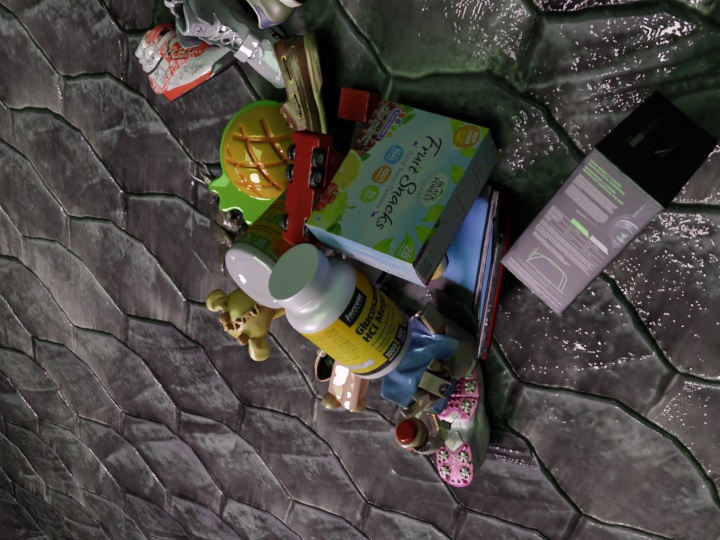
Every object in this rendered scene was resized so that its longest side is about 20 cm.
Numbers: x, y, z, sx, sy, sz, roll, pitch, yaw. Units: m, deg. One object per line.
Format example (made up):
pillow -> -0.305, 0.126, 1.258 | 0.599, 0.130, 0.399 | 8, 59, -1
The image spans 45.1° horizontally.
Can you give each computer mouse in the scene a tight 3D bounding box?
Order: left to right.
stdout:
computer mouse -> 0.000, 0.000, 1.249 | 0.110, 0.044, 0.200 | 45, 171, 7

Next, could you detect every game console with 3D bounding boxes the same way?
game console -> 0.128, -0.014, 1.146 | 0.117, 0.173, 0.202 | 7, 127, 6

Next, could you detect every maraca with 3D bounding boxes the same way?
maraca -> -0.147, -0.157, 1.277 | 0.136, 0.107, 0.201 | 28, 120, -4

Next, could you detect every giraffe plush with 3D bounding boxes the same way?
giraffe plush -> -0.151, 0.050, 1.356 | 0.172, 0.162, 0.201 | 37, 157, 14

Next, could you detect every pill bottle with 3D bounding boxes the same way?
pill bottle -> -0.090, -0.052, 1.233 | 0.110, 0.200, 0.112 | 27, 147, 20
pill bottle -> -0.027, 0.053, 1.152 | 0.112, 0.113, 0.200 | -3, 147, 42

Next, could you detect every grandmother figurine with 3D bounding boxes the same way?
grandmother figurine -> -0.005, 0.126, 1.320 | 0.120, 0.061, 0.202 | 2, 123, -10

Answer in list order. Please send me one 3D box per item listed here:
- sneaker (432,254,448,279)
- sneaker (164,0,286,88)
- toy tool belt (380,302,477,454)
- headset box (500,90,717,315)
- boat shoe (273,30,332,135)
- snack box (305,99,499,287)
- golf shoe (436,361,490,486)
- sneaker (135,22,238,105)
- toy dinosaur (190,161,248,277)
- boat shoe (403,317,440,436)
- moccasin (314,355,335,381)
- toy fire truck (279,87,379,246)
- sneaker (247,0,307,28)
sneaker -> 0.061, -0.063, 1.167 | 0.200, 0.087, 0.076 | 40, 142, 38
sneaker -> -0.182, -0.323, 1.202 | 0.201, 0.115, 0.075 | 51, 138, 0
toy tool belt -> 0.080, 0.151, 1.226 | 0.124, 0.202, 0.123 | 19, 172, 34
headset box -> 0.269, -0.077, 0.933 | 0.093, 0.174, 0.201 | 43, 136, 10
boat shoe -> -0.077, -0.224, 1.194 | 0.067, 0.072, 0.202 | -5, 112, 4
snack box -> 0.054, -0.101, 1.083 | 0.168, 0.201, 0.068 | 22, 164, 32
golf shoe -> 0.159, 0.219, 1.311 | 0.075, 0.091, 0.203 | 9, 101, 33
sneaker -> -0.269, -0.329, 1.310 | 0.200, 0.067, 0.109 | -13, 111, 48
toy dinosaur -> -0.217, -0.083, 1.444 | 0.102, 0.077, 0.201 | 39, 143, 31
boat shoe -> 0.089, 0.163, 1.338 | 0.059, 0.072, 0.202 | -9, 102, 0
moccasin -> -0.026, 0.111, 1.389 | 0.074, 0.078, 0.202 | 45, 137, 7
toy fire truck -> -0.039, -0.139, 1.154 | 0.048, 0.141, 0.202 | 17, 109, 31
sneaker -> -0.160, -0.413, 1.155 | 0.090, 0.067, 0.201 | -32, 97, 42
